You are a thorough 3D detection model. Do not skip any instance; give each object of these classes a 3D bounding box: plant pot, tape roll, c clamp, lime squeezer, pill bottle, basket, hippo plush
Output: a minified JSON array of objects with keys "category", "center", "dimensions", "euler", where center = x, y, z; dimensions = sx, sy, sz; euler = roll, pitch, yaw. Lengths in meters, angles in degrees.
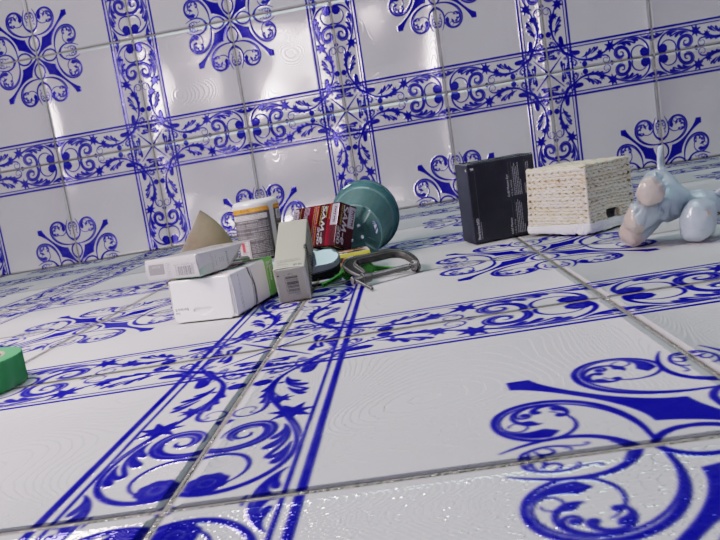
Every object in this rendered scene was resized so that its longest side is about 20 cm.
[{"category":"plant pot","center":[-0.383,-0.029,1.798],"dimensions":[0.132,0.204,0.200],"euler":[25,0,-13]},{"category":"tape roll","center":[-0.626,0.169,1.115],"dimensions":[0.195,0.049,0.201],"euler":[-9,9,1]},{"category":"c clamp","center":[0.050,-0.003,1.519],"dimensions":[0.197,0.028,0.170],"euler":[-17,26,-33]},{"category":"plant pot","center":[0.000,-0.123,1.930],"dimensions":[0.195,0.205,0.197],"euler":[-8,17,11]},{"category":"lime squeezer","center":[0.000,0.000,1.563],"dimensions":[0.195,0.039,0.070],"euler":[-10,5,-17]},{"category":"pill bottle","center":[-0.239,-0.070,1.739],"dimensions":[0.113,0.206,0.116],"euler":[-8,8,1]},{"category":"basket","center":[0.531,-0.180,1.740],"dimensions":[0.195,0.165,0.198],"euler":[-14,11,-34]},{"category":"hippo plush","center":[0.596,-0.107,1.366],"dimensions":[0.158,0.162,0.200],"euler":[26,38,18]}]

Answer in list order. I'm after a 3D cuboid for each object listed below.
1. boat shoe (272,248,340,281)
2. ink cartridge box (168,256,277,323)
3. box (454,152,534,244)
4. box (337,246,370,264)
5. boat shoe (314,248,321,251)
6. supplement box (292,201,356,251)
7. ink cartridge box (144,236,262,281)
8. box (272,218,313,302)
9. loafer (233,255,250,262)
[{"category":"boat shoe","center":[-0.137,0.007,1.598],"dimensions":[0.195,0.067,0.071],"euler":[-16,44,-6]},{"category":"ink cartridge box","center":[-0.277,0.036,1.472],"dimensions":[0.142,0.086,0.200],"euler":[-8,9,18]},{"category":"box","center":[0.349,-0.186,1.838],"dimensions":[0.177,0.206,0.104],"euler":[-10,9,-9]},{"category":"box","center":[-0.072,-0.014,1.705],"dimensions":[0.195,0.051,0.075],"euler":[-11,8,-5]},{"category":"boat shoe","center":[-0.170,-0.034,1.823],"dimensions":[0.196,0.074,0.063],"euler":[-11,38,27]},{"category":"supplement box","center":[-0.098,-0.104,1.812],"dimensions":[0.060,0.112,0.198],"euler":[14,-12,-39]},{"category":"ink cartridge box","center":[-0.316,-0.023,1.478],"dimensions":[0.158,0.051,0.198],"euler":[-6,6,35]},{"category":"box","center":[-0.137,-0.024,1.497],"dimensions":[0.067,0.084,0.202],"euler":[-8,33,3]},{"category":"loafer","center":[-0.307,0.026,1.648],"dimensions":[0.074,0.071,0.199],"euler":[-10,-10,-33]}]
